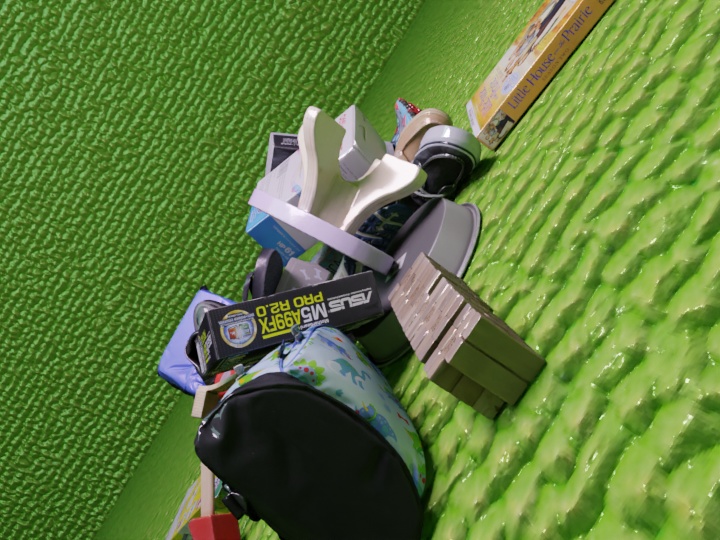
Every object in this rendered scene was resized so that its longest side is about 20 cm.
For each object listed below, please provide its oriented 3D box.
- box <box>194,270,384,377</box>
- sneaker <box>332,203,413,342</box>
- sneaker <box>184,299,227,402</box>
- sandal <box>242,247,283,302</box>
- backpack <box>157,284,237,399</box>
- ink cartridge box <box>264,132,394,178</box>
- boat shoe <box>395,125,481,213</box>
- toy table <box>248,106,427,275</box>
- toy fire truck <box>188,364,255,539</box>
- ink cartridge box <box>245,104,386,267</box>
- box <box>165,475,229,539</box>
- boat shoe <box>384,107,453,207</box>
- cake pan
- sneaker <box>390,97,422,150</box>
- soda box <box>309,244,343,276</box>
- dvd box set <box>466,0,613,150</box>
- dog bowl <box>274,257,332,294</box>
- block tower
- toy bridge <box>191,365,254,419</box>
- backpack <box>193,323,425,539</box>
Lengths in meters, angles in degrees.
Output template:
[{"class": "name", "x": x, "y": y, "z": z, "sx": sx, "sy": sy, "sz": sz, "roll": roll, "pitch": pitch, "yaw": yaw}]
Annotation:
[{"class": "box", "x": -0.081, "y": 0.060, "z": 0.648, "sx": 0.200, "sy": 0.157, "sz": 0.045, "roll": 142, "pitch": 114, "yaw": -68}, {"class": "sneaker", "x": 0.000, "y": 0.000, "z": 0.825, "sx": 0.202, "sy": 0.076, "sz": 0.085, "roll": -56, "pitch": 8, "yaw": 7}, {"class": "sneaker", "x": -0.199, "y": 0.096, "z": 0.880, "sx": 0.070, "sy": 0.083, "sz": 0.200, "roll": -34, "pitch": 36, "yaw": 2}, {"class": "sandal", "x": -0.135, "y": 0.052, "z": 0.837, "sx": 0.202, "sy": 0.042, "sz": 0.077, "roll": 104, "pitch": -176, "yaw": -47}, {"class": "backpack", "x": -0.199, "y": 0.155, "z": 1.032, "sx": 0.164, "sy": 0.166, "sz": 0.201, "roll": -58, "pitch": -25, "yaw": -14}, {"class": "ink cartridge box", "x": -0.061, "y": -0.128, "z": 1.052, "sx": 0.202, "sy": 0.193, "sz": 0.048, "roll": 106, "pitch": 158, "yaw": -45}, {"class": "boat shoe", "x": 0.090, "y": -0.109, "z": 0.772, "sx": 0.200, "sy": 0.071, "sz": 0.072, "roll": 129, "pitch": 163, "yaw": -78}, {"class": "toy table", "x": -0.026, "y": -0.088, "z": 0.708, "sx": 0.119, "sy": 0.198, "sz": 0.183, "roll": -62, "pitch": -24, "yaw": 1}, {"class": "toy fire truck", "x": -0.147, "y": 0.213, "z": 0.755, "sx": 0.140, "sy": 0.048, "sz": 0.203, "roll": -30, "pitch": 62, "yaw": 22}, {"class": "ink cartridge box", "x": -0.058, "y": -0.121, "z": 0.908, "sx": 0.199, "sy": 0.085, "sz": 0.146, "roll": -35, "pitch": 29, "yaw": 22}, {"class": "box", "x": -0.223, "y": 0.339, "z": 0.952, "sx": 0.201, "sy": 0.048, "sz": 0.118, "roll": -52, "pitch": 12, "yaw": 36}, {"class": "boat shoe", "x": 0.070, "y": -0.134, "z": 0.902, "sx": 0.065, "sy": 0.070, "sz": 0.201, "roll": -77, "pitch": 12, "yaw": -45}, {"class": "cake pan", "x": 0.052, "y": 0.005, "z": 0.683, "sx": 0.202, "sy": 0.036, "sz": 0.201, "roll": -54, "pitch": 13, "yaw": 18}, {"class": "sneaker", "x": 0.075, "y": -0.223, "z": 1.068, "sx": 0.096, "sy": 0.078, "sz": 0.201, "roll": -55, "pitch": 12, "yaw": 19}, {"class": "soda box", "x": -0.035, "y": -0.014, "z": 1.026, "sx": 0.200, "sy": 0.063, "sz": 0.069, "roll": -45, "pitch": 17, "yaw": 46}, {"class": "dvd box set", "x": 0.197, "y": -0.245, "z": 0.734, "sx": 0.201, "sy": 0.029, "sz": 0.147, "roll": -52, "pitch": 13, "yaw": 26}, {"class": "dog bowl", "x": -0.090, "y": 0.081, "z": 0.886, "sx": 0.200, "sy": 0.057, "sz": 0.204, "roll": 16, "pitch": -91, "yaw": -87}, {"class": "block tower", "x": 0.068, "y": 0.039, "z": 0.486, "sx": 0.054, "sy": 0.057, "sz": 0.200, "roll": -55, "pitch": 11, "yaw": 7}, {"class": "toy bridge", "x": -0.101, "y": 0.140, "z": 0.701, "sx": 0.196, "sy": 0.027, "sz": 0.069, "roll": 0, "pitch": 73, "yaw": 32}, {"class": "backpack", "x": -0.030, "y": 0.121, "z": 0.489, "sx": 0.155, "sy": 0.162, "sz": 0.200, "roll": -51, "pitch": 3, "yaw": -15}]
